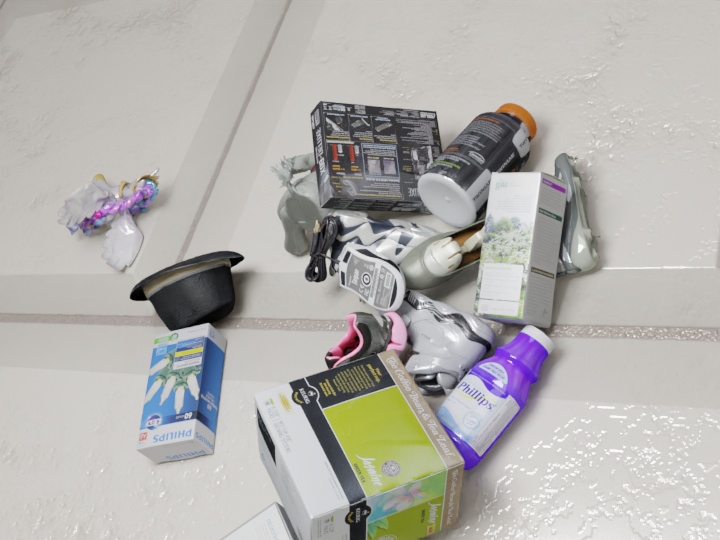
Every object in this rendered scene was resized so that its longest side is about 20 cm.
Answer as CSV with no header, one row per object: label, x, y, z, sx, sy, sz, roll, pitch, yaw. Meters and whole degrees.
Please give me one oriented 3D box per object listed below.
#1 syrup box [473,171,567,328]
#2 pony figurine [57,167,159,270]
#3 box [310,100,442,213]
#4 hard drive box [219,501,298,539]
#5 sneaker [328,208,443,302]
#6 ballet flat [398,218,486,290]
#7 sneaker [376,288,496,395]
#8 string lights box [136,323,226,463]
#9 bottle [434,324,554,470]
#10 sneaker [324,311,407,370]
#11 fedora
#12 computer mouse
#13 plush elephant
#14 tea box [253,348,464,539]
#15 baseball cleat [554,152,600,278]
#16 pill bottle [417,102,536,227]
syrup box,0.215,-0.029,1.292,0.079,0.081,0.200,3,82,40
pony figurine,-0.467,-0.112,1.772,0.200,0.167,0.193,-2,47,47
box,0.030,-0.171,1.466,0.050,0.200,0.158,142,125,-61
hard drive box,-0.145,0.420,1.221,0.200,0.077,0.156,-35,47,3
sneaker,0.042,-0.008,1.443,0.199,0.130,0.079,13,16,-2
ballet flat,0.144,-0.034,1.363,0.200,0.064,0.067,-24,77,-14
sneaker,0.080,0.098,1.332,0.200,0.075,0.115,20,66,36
string lights box,-0.272,0.188,1.479,0.103,0.059,0.200,-14,51,19
bottle,0.171,0.159,1.242,0.200,0.065,0.084,-48,49,-10
sneaker,-0.017,0.140,1.308,0.079,0.095,0.200,40,111,52
fedora,-0.268,0.042,1.544,0.200,0.201,0.092,-23,81,14
computer mouse,0.000,0.000,1.372,0.200,0.044,0.110,30,116,39
plush elephant,-0.053,-0.132,1.536,0.165,0.200,0.155,1,39,39
tea box,-0.005,0.231,1.181,0.197,0.134,0.200,-16,44,-16
baseball cleat,0.274,-0.080,1.359,0.106,0.070,0.200,-17,49,18
pill bottle,0.183,-0.165,1.438,0.106,0.106,0.200,20,57,39
